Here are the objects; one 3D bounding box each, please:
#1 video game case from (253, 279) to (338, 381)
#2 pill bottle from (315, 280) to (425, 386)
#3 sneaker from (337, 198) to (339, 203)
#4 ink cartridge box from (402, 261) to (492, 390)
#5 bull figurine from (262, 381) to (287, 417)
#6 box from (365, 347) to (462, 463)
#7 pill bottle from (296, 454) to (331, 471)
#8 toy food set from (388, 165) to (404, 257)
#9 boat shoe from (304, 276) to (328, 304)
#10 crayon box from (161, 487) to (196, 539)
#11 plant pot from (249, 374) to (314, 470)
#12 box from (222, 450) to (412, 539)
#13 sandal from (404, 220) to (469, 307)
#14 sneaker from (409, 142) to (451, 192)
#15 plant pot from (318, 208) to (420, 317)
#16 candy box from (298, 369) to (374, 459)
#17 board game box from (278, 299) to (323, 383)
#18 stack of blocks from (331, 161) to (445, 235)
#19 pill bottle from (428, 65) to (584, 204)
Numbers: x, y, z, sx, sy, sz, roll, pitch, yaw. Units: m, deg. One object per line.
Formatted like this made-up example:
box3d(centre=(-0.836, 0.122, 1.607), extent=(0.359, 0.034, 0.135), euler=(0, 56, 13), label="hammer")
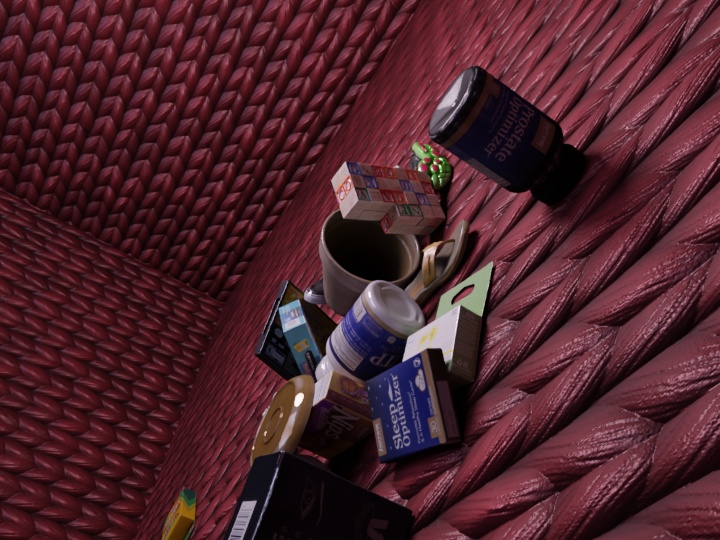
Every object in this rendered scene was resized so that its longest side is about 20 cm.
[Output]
box3d(centre=(-0.124, 0.151, 1.323), extent=(0.025, 0.200, 0.182), euler=(-14, 44, 37), label="video game case")
box3d(centre=(0.010, 0.128, 1.075), extent=(0.201, 0.119, 0.120), euler=(-54, 17, 26), label="pill bottle")
box3d(centre=(-0.004, -0.115, 1.303), extent=(0.073, 0.113, 0.202), euler=(-125, 43, -55), label="sneaker")
box3d(centre=(0.124, 0.086, 0.924), extent=(0.145, 0.048, 0.202), euler=(-41, 28, 53), label="ink cartridge box")
box3d(centre=(-0.176, 0.339, 1.395), extent=(0.121, 0.065, 0.201), euler=(-46, 21, 34), label="bull figurine")
box3d(centre=(0.060, 0.197, 0.871), extent=(0.200, 0.032, 0.122), euler=(-42, 53, 53), label="box")
box3d(centre=(-0.130, 0.409, 1.046), extent=(0.200, 0.114, 0.115), euler=(-52, 18, 31), label="pill bottle")
box3d(centre=(0.053, -0.115, 1.375), extent=(0.143, 0.060, 0.203), euler=(157, 119, -66), label="toy food set")
box3d(centre=(-0.048, 0.020, 1.370), extent=(0.069, 0.199, 0.067), euler=(21, 114, 35), label="boat shoe")
box3d(centre=(-0.542, 0.756, 1.863), extent=(0.128, 0.050, 0.200), euler=(-61, 16, 0), label="crayon box")
box3d(centre=(-0.139, 0.265, 1.053), extent=(0.201, 0.027, 0.201), euler=(-54, 17, 25), label="plant pot")
box3d(centre=(-0.066, 0.358, 0.768), extent=(0.117, 0.199, 0.198), euler=(-34, 30, 56), label="box")
box3d(centre=(0.120, -0.008, 1.078), extent=(0.200, 0.054, 0.081), euler=(-51, 18, 32), label="sandal")
box3d(centre=(0.146, -0.207, 1.340), extent=(0.201, 0.076, 0.085), euler=(-90, 11, -60), label="sneaker")
box3d(centre=(0.000, 0.000, 1.244), extent=(0.174, 0.198, 0.201), euler=(113, 173, -48), label="plant pot")
box3d(centre=(-0.051, 0.251, 1.063), extent=(0.200, 0.116, 0.057), euler=(-43, 24, 47), label="candy box")
box3d(centre=(-0.096, 0.173, 1.211), extent=(0.047, 0.202, 0.151), euler=(-23, 17, -4), label="board game box")
box3d(centre=(0.054, -0.133, 1.181), extent=(0.059, 0.198, 0.116), euler=(-45, 54, 44), label="stack of blocks")
box3d(centre=(0.200, -0.176, 0.846), extent=(0.112, 0.199, 0.112), euler=(-54, 17, 25), label="pill bottle")
